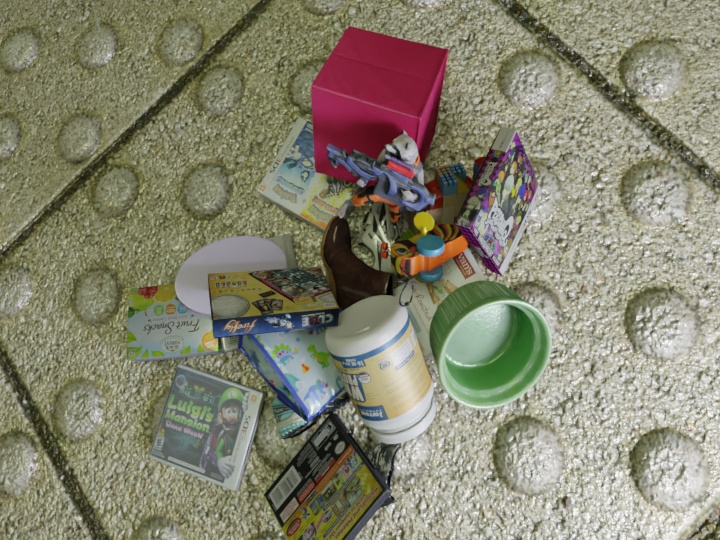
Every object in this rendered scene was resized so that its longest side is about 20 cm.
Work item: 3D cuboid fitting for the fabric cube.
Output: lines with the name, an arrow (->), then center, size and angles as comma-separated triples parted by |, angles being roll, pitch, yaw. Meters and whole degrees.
fabric cube -> 0.035, -0.290, 0.993 | 0.193, 0.199, 0.204 | 16, 56, 11

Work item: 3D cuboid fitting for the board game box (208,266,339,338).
board game box -> -0.144, 0.047, 0.874 | 0.193, 0.036, 0.136 | -3, 31, -18

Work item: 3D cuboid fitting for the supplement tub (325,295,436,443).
supplement tub -> 0.038, 0.162, 0.888 | 0.141, 0.145, 0.205 | -21, 109, 5

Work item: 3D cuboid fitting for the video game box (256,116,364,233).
video game box -> -0.089, -0.192, 1.109 | 0.196, 0.047, 0.186 | 28, 86, 16

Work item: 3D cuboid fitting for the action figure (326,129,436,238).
action figure -> 0.028, -0.160, 0.915 | 0.196, 0.194, 0.106 | 30, 46, -9

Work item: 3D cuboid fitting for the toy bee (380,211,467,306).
toy bee -> 0.091, -0.035, 0.906 | 0.107, 0.197, 0.135 | 26, 114, 33

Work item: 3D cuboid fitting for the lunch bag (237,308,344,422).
lunch bag -> -0.097, 0.139, 0.961 | 0.200, 0.129, 0.169 | 43, 60, 16

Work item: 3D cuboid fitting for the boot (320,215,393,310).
boot -> 0.000, 0.000, 1.002 | 0.163, 0.071, 0.208 | 4, 90, 42

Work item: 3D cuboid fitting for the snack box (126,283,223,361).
snack box -> -0.369, 0.102, 1.090 | 0.193, 0.053, 0.147 | -7, 77, 8

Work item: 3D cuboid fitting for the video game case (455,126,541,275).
video game case -> 0.248, -0.113, 0.946 | 0.035, 0.199, 0.185 | 21, 79, 37

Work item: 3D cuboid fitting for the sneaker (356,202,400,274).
sneaker -> 0.029, -0.088, 1.045 | 0.086, 0.074, 0.207 | -12, 75, 6

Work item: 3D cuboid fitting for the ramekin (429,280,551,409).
ramekin -> 0.209, 0.118, 0.905 | 0.193, 0.098, 0.207 | -4, 114, -10

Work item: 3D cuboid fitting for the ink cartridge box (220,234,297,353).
ink cartridge box -> -0.204, 0.043, 1.068 | 0.171, 0.045, 0.207 | -10, 79, -20

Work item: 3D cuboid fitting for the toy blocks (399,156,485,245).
toy blocks -> 0.162, -0.126, 0.970 | 0.193, 0.139, 0.101 | -12, 44, -7

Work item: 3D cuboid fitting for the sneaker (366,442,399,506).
sneaker -> 0.012, 0.401, 0.943 | 0.101, 0.060, 0.207 | 2, 74, 16

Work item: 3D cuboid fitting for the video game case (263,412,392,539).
video game case -> -0.063, 0.387, 0.936 | 0.201, 0.025, 0.180 | -50, 49, 3

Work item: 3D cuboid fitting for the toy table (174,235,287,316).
toy table -> -0.235, 0.019, 0.979 | 0.193, 0.117, 0.190 | -7, 77, -19

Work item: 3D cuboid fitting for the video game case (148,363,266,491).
video game case -> -0.298, 0.300, 1.047 | 0.194, 0.023, 0.188 | 14, 80, 14

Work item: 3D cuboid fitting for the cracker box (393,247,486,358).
cracker box -> 0.146, 0.067, 0.995 | 0.196, 0.058, 0.137 | -30, 74, 2

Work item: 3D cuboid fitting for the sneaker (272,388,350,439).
sneaker -> -0.081, 0.224, 0.995 | 0.197, 0.078, 0.088 | -32, 70, 2
